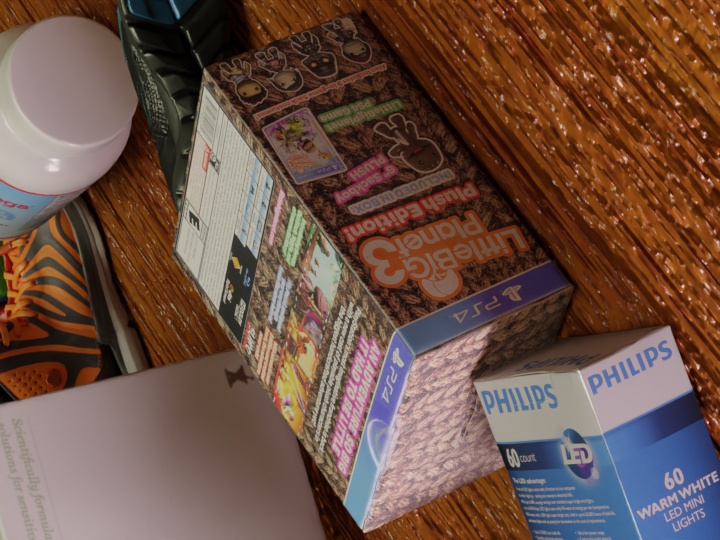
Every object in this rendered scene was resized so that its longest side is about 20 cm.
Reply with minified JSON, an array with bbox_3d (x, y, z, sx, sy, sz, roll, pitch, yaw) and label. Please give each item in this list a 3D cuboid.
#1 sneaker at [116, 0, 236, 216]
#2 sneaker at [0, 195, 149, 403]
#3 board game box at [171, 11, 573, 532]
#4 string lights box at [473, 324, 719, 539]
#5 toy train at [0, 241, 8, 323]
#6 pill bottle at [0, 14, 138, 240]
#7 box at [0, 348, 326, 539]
[{"bbox_3d":[-0.085,-0.084,1.544,0.082,0.073,0.201,178,76,-80],"label":"sneaker"},{"bbox_3d":[-0.225,0.017,1.828,0.201,0.112,0.078,65,154,4],"label":"sneaker"},{"bbox_3d":[0.000,0.000,1.396,0.200,0.096,0.160,54,152,25],"label":"board game box"},{"bbox_3d":[0.133,0.132,1.292,0.103,0.059,0.201,-10,102,63],"label":"string lights box"},{"bbox_3d":[-0.297,0.013,1.960,0.200,0.115,0.085,-17,95,64],"label":"toy train"},{"bbox_3d":[-0.207,-0.091,1.708,0.109,0.108,0.200,65,155,3],"label":"pill bottle"},{"bbox_3d":[-0.139,0.175,1.665,0.171,0.199,0.200,-38,66,63],"label":"box"}]
